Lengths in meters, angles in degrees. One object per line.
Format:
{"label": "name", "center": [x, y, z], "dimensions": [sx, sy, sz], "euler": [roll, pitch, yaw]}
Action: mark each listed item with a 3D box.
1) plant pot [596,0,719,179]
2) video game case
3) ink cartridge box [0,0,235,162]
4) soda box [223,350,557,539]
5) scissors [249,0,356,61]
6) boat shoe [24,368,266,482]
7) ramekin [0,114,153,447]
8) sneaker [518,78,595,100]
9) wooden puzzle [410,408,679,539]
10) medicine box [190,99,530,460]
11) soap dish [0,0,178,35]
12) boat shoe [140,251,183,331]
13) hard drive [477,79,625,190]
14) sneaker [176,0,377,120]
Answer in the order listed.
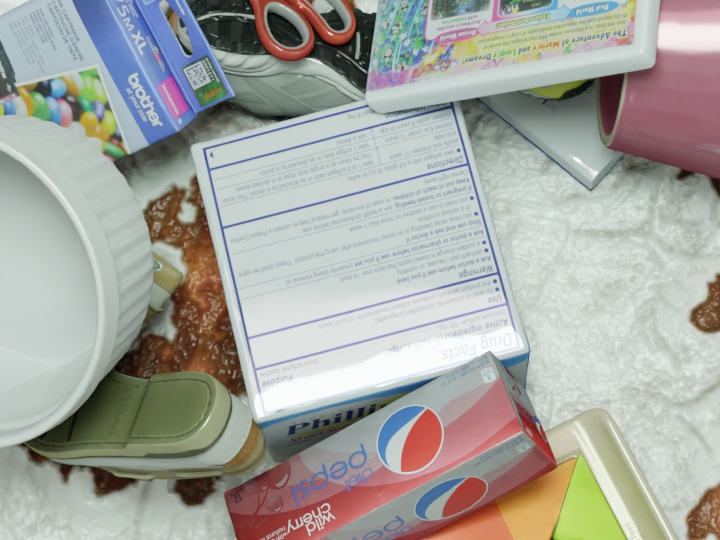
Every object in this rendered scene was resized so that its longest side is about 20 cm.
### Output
{"label": "plant pot", "center": [0.249, -0.138, 1.259], "dimensions": [0.177, 0.200, 0.202], "euler": [3, 71, -1]}
{"label": "video game case", "center": [0.100, -0.198, 1.244], "dimensions": [0.198, 0.024, 0.184], "euler": [-7, 64, 31]}
{"label": "ink cartridge box", "center": [-0.194, -0.126, 1.304], "dimensions": [0.199, 0.042, 0.120], "euler": [-22, 104, 25]}
{"label": "soda box", "center": [0.018, 0.132, 1.226], "dimensions": [0.199, 0.070, 0.064], "euler": [-30, 56, 11]}
{"label": "scissors", "center": [-0.087, -0.218, 1.337], "dimensions": [0.073, 0.014, 0.200], "euler": [-37, 76, -30]}
{"label": "boat shoe", "center": [-0.145, 0.103, 1.243], "dimensions": [0.199, 0.068, 0.075], "euler": [5, 61, 43]}
{"label": "ramekin", "center": [-0.222, -0.001, 1.199], "dimensions": [0.198, 0.105, 0.202], "euler": [6, 106, 19]}
{"label": "sneaker", "center": [0.101, -0.208, 1.331], "dimensions": [0.078, 0.090, 0.201], "euler": [-26, 73, -7]}
{"label": "wooden puzzle", "center": [0.111, 0.207, 1.246], "dimensions": [0.199, 0.037, 0.186], "euler": [-26, 72, -5]}
{"label": "medicine box", "center": [0.000, 0.000, 1.288], "dimensions": [0.180, 0.103, 0.202], "euler": [-14, 71, -1]}
{"label": "soap dish", "center": [-0.206, -0.212, 1.384], "dimensions": [0.199, 0.081, 0.158], "euler": [26, 75, 11]}
{"label": "boat shoe", "center": [-0.198, -0.048, 1.288], "dimensions": [0.076, 0.072, 0.200], "euler": [-44, 94, 8]}
{"label": "hard drive", "center": [0.129, -0.167, 1.377], "dimensions": [0.200, 0.025, 0.132], "euler": [40, 78, 15]}
{"label": "sneaker", "center": [-0.034, -0.139, 1.360], "dimensions": [0.198, 0.080, 0.074], "euler": [14, 53, -8]}
